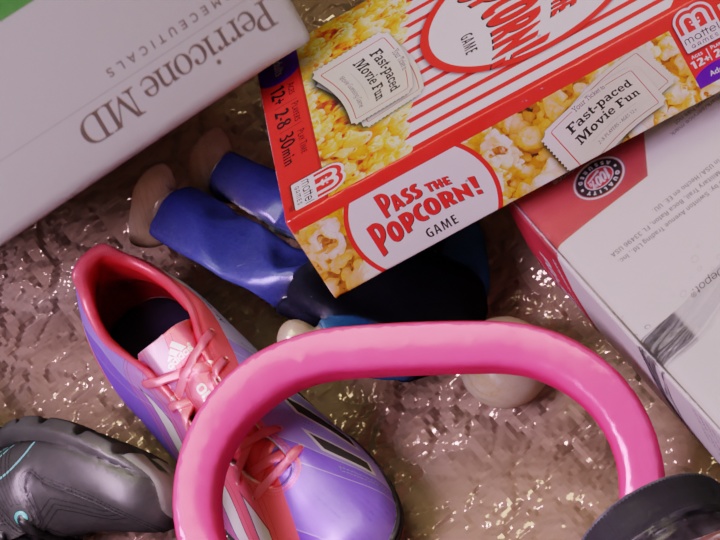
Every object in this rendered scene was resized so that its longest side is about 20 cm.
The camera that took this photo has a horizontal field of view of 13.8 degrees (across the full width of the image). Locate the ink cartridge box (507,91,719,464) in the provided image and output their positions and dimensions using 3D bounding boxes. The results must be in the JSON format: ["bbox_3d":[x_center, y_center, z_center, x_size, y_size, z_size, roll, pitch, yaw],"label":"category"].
[{"bbox_3d":[0.177,0.003,1.210,0.147,0.083,0.200,-37,51,-3],"label":"ink cartridge box"}]

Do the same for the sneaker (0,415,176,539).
[{"bbox_3d":[-0.155,0.105,1.300,0.200,0.075,0.079,3,71,39],"label":"sneaker"}]

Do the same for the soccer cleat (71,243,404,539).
[{"bbox_3d":[-0.059,0.061,1.279,0.068,0.073,0.200,-42,52,-7],"label":"soccer cleat"}]

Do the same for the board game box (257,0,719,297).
[{"bbox_3d":[0.057,-0.087,1.260,0.200,0.046,0.152,-29,29,8],"label":"board game box"}]

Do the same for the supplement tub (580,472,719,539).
[{"bbox_3d":[0.154,0.167,1.097,0.107,0.107,0.200,-33,52,0],"label":"supplement tub"}]

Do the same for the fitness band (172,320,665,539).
[{"bbox_3d":[0.023,0.092,1.205,0.200,0.037,0.144,-2,80,8],"label":"fitness band"}]

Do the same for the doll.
[{"bbox_3d":[0.000,0.000,1.298,0.200,0.049,0.136,29,44,27],"label":"doll"}]

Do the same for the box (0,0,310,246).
[{"bbox_3d":[-0.172,-0.115,1.313,0.199,0.171,0.200,-36,14,-21],"label":"box"}]
